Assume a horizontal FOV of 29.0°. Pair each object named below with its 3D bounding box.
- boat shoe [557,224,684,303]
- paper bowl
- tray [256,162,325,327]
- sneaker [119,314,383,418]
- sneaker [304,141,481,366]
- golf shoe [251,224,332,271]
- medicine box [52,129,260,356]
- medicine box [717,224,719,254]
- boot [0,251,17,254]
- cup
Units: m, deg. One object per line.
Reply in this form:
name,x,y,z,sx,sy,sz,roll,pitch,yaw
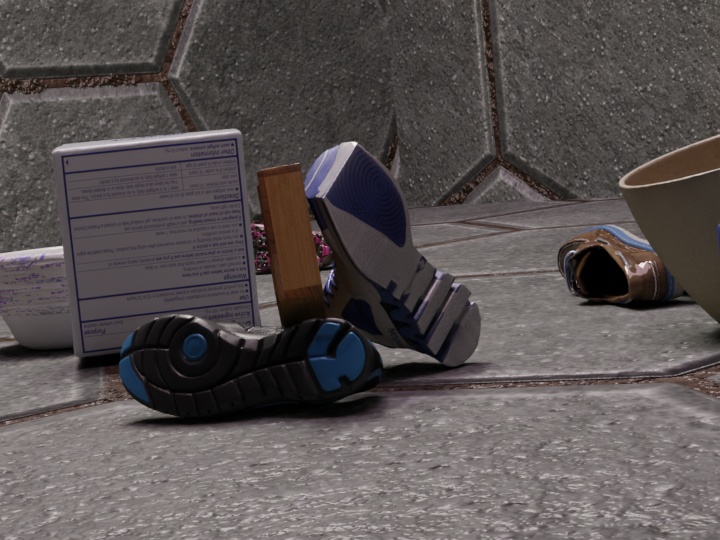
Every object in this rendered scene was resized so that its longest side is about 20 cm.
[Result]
boat shoe,0.248,-0.006,1.422,0.071,0.073,0.200,-9,6,-22
paper bowl,-0.313,0.026,1.528,0.197,0.106,0.201,-6,5,1
tray,-0.051,0.005,1.076,0.036,0.100,0.200,-10,-18,-4
sneaker,-0.079,0.074,1.012,0.197,0.074,0.082,1,-11,17
sneaker,0.000,0.001,1.111,0.114,0.200,0.081,-5,40,46
golf shoe,-0.123,-0.032,2.203,0.197,0.074,0.092,7,4,23
medicine box,-0.199,-0.029,1.366,0.179,0.203,0.103,-6,7,-9
medicine box,0.364,0.011,0.920,0.179,0.105,0.200,-7,5,-12
boot,-0.443,0.005,2.055,0.156,0.081,0.210,-3,5,29
cup,0.326,-0.034,1.136,0.197,0.145,0.200,-18,7,2
